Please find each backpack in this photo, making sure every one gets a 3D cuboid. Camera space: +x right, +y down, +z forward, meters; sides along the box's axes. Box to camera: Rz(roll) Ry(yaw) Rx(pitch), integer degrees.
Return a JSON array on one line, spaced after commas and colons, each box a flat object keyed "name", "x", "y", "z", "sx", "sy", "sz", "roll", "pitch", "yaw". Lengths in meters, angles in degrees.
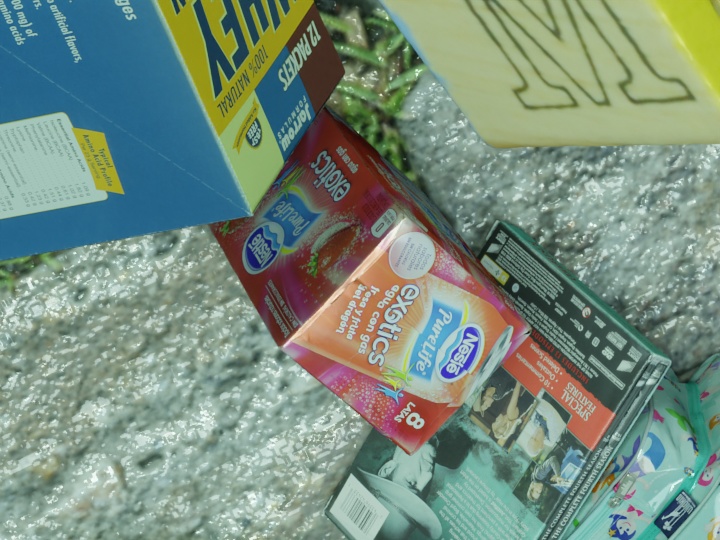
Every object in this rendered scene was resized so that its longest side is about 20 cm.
[{"name": "backpack", "x": 0.170, "y": 0.156, "z": 1.700, "sx": 0.150, "sy": 0.178, "sz": 0.200, "roll": 28, "pitch": 110, "yaw": -5}]

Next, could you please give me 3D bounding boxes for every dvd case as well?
[{"name": "dvd case", "x": 0.072, "y": 0.093, "z": 1.661, "sx": 0.022, "sy": 0.146, "sz": 0.200, "roll": 19, "pitch": 106, "yaw": -45}]

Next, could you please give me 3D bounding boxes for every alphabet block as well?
[{"name": "alphabet block", "x": 0.127, "y": -0.192, "z": 1.497, "sx": 0.197, "sy": 0.200, "sz": 0.196, "roll": 50, "pitch": 64, "yaw": -27}]

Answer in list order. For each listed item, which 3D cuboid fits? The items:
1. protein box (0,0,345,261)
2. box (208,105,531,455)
[{"name": "protein box", "x": -0.149, "y": -0.127, "z": 1.475, "sx": 0.199, "sy": 0.135, "sz": 0.199, "roll": -9, "pitch": 119, "yaw": 28}, {"name": "box", "x": 0.000, "y": 0.000, "z": 1.577, "sx": 0.100, "sy": 0.200, "sz": 0.096, "roll": 40, "pitch": 96, "yaw": -25}]
